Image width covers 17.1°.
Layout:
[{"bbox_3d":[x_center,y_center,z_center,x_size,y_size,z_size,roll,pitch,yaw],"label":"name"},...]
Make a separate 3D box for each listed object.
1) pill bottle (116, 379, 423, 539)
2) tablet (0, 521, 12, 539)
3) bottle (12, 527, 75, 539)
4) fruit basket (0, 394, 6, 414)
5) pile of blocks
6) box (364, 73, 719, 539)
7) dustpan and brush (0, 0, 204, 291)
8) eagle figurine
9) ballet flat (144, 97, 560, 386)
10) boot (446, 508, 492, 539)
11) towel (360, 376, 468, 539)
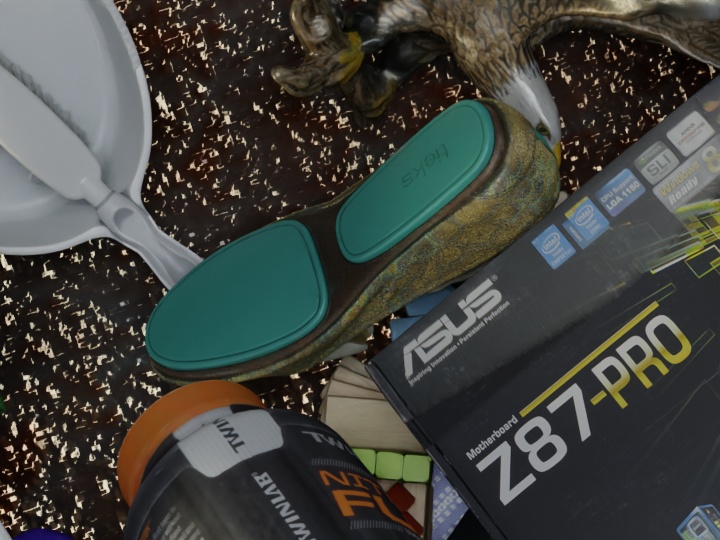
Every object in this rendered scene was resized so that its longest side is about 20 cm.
[{"bbox_3d":[-0.026,0.125,0.925,0.106,0.106,0.200,-38,43,-4],"label":"pill bottle"},{"bbox_3d":[-0.166,0.161,0.915,0.130,0.014,0.201,-36,82,17],"label":"tablet"},{"bbox_3d":[-0.092,0.190,0.951,0.084,0.065,0.200,-43,55,-9],"label":"bottle"},{"bbox_3d":[-0.216,0.100,0.987,0.184,0.094,0.201,-13,80,29],"label":"fruit basket"},{"bbox_3d":[0.029,0.047,1.011,0.082,0.062,0.201,28,86,6],"label":"pile of blocks"},{"bbox_3d":[0.127,0.040,0.931,0.200,0.049,0.161,-38,66,2],"label":"box"},{"bbox_3d":[-0.125,-0.044,1.036,0.200,0.057,0.140,44,87,-20],"label":"dustpan and brush"},{"bbox_3d":[0.073,-0.116,1.009,0.199,0.152,0.151,-23,121,14],"label":"eagle figurine"},{"bbox_3d":[0.000,0.000,0.995,0.200,0.071,0.071,-33,84,25],"label":"ballet flat"},{"bbox_3d":[0.075,0.210,0.986,0.200,0.076,0.168,44,84,-9],"label":"boot"},{"bbox_3d":[0.092,0.097,1.045,0.200,0.024,0.145,44,87,6],"label":"towel"}]
